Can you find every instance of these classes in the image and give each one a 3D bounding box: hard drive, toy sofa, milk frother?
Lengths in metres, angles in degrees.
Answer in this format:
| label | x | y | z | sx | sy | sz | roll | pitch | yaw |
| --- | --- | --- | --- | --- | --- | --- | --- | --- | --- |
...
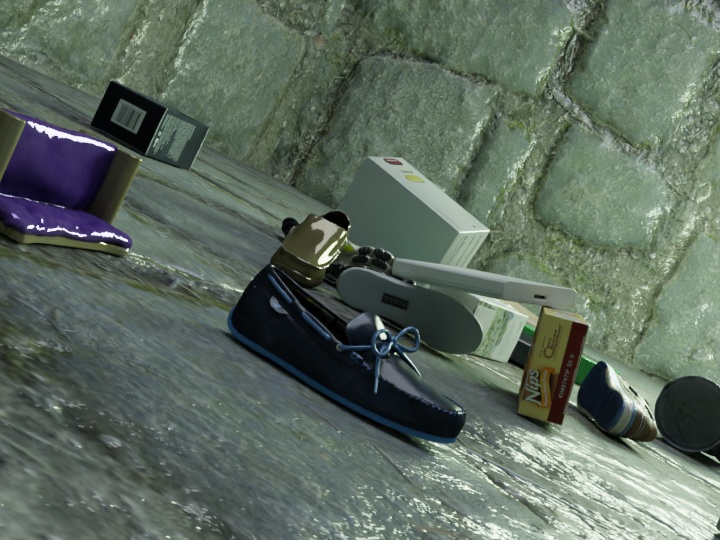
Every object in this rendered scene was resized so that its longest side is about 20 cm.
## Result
| label | x | y | z | sx | sy | sz | roll | pitch | yaw |
| --- | --- | --- | --- | --- | --- | --- | --- | --- | --- |
| hard drive | 0.153 | 0.016 | 1.399 | 0.131 | 0.026 | 0.200 | 7 | 3 | -39 |
| toy sofa | -0.246 | -0.073 | 0.890 | 0.097 | 0.083 | 0.200 | 26 | 4 | 15 |
| milk frother | 0.588 | 0.210 | 1.732 | 0.180 | 0.201 | 0.188 | 34 | 8 | 31 |
| hard drive | 0.290 | 0.139 | 1.816 | 0.135 | 0.042 | 0.200 | 28 | 4 | 11 |

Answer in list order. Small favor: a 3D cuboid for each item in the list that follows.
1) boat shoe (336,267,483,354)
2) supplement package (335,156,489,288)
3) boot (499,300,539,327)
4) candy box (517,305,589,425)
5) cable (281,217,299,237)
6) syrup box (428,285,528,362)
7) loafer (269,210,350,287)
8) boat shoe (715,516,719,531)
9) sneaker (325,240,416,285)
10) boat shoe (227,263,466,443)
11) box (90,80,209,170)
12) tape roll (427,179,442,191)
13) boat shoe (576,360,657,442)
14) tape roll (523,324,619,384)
| label | x | y | z | sx | sy | sz | roll | pitch | yaw |
| --- | --- | --- | --- | --- | --- | --- | --- | --- | --- |
| boat shoe | 0.064 | 0.049 | 1.434 | 0.199 | 0.070 | 0.066 | 19 | 5 | 4 |
| supplement package | 0.069 | -0.060 | 1.747 | 0.200 | 0.156 | 0.111 | 41 | 24 | 22 |
| boot | 0.338 | 0.112 | 2.261 | 0.146 | 0.070 | 0.200 | 32 | 7 | 29 |
| candy box | 0.222 | 0.105 | 1.295 | 0.055 | 0.116 | 0.200 | 16 | 3 | 9 |
| cable | -0.054 | -0.042 | 1.855 | 0.163 | 0.051 | 0.200 | 27 | 5 | -12 |
| syrup box | 0.162 | 0.073 | 1.607 | 0.081 | 0.079 | 0.200 | 28 | 5 | 29 |
| loafer | -0.062 | -0.036 | 1.454 | 0.076 | 0.068 | 0.200 | 26 | 19 | 2 |
| boat shoe | 0.422 | 0.250 | 1.125 | 0.066 | 0.072 | 0.200 | 34 | 9 | 32 |
| sneaker | 0.000 | 0.000 | 1.575 | 0.200 | 0.078 | 0.080 | 28 | -4 | 24 |
| boat shoe | -0.008 | 0.059 | 0.828 | 0.199 | 0.069 | 0.084 | 28 | 5 | 10 |
| box | -0.425 | -0.292 | 2.265 | 0.148 | 0.105 | 0.200 | 28 | 4 | 19 |
| tape roll | 0.069 | -0.073 | 1.973 | 0.066 | 0.201 | 0.200 | 24 | 5 | -13 |
| boat shoe | 0.346 | 0.186 | 1.503 | 0.072 | 0.072 | 0.200 | 31 | 14 | -7 |
| tape roll | 0.372 | 0.160 | 2.031 | 0.200 | 0.048 | 0.200 | 27 | 4 | -2 |
